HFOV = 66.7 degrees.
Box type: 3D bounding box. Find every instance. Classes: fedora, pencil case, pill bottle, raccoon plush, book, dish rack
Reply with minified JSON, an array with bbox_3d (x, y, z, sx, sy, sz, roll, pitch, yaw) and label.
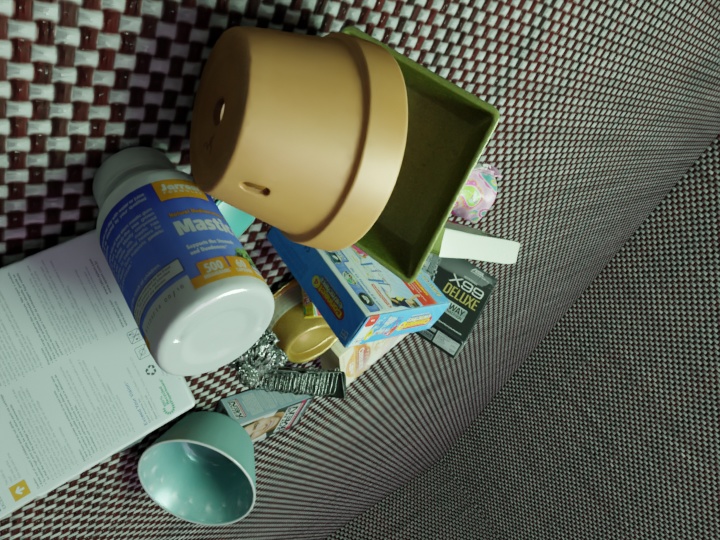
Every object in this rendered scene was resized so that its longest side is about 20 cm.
[{"bbox_3d":[-0.090,0.091,0.894,0.198,0.082,0.203,-32,153,-19],"label":"fedora"},{"bbox_3d":[0.090,-0.122,0.715,0.195,0.089,0.088,9,129,-29],"label":"pencil case"},{"bbox_3d":[-0.169,-0.018,0.496,0.110,0.201,0.113,-29,153,-17],"label":"pill bottle"},{"bbox_3d":[-0.164,0.062,0.694,0.096,0.135,0.201,-34,153,-10],"label":"raccoon plush"},{"bbox_3d":[0.095,-0.056,0.728,0.131,0.199,0.049,6,103,-33],"label":"book"},{"bbox_3d":[-0.116,0.186,0.934,0.149,0.056,0.200,0,169,18],"label":"dish rack"}]

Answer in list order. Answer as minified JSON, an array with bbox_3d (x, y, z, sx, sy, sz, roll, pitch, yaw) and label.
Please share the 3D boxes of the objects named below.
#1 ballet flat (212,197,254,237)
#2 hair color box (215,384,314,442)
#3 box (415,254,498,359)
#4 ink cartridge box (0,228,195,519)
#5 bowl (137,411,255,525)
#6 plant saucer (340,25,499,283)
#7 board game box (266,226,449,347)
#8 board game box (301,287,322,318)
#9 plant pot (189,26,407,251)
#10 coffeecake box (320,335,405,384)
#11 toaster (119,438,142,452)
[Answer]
[{"bbox_3d":[-0.178,-0.042,0.604,0.202,0.062,0.068,-55,149,-13],"label":"ballet flat"},{"bbox_3d":[-0.189,0.275,1.056,0.197,0.061,0.100,-8,138,-47],"label":"hair color box"},{"bbox_3d":[0.106,0.025,0.888,0.158,0.197,0.050,-47,165,-40],"label":"box"},{"bbox_3d":[-0.288,0.089,0.516,0.197,0.200,0.043,-27,-176,-23],"label":"ink cartridge box"},{"bbox_3d":[-0.258,0.317,0.919,0.203,0.197,0.106,-59,-170,31],"label":"bowl"},{"bbox_3d":[0.029,-0.126,0.605,0.048,0.198,0.203,-23,144,-60],"label":"plant saucer"},{"bbox_3d":[0.000,0.000,0.755,0.193,0.201,0.056,-2,136,-51],"label":"board game box"},{"bbox_3d":[-0.026,0.027,0.885,0.029,0.099,0.198,-10,171,30],"label":"board game box"},{"bbox_3d":[-0.069,-0.129,0.504,0.137,0.202,0.202,8,128,-36],"label":"plant pot"},{"bbox_3d":[0.014,0.119,1.076,0.198,0.073,0.155,-37,153,-21],"label":"coffeecake box"},{"bbox_3d":[-0.317,0.137,0.599,0.196,0.114,0.132,-19,133,-23],"label":"toaster"}]
